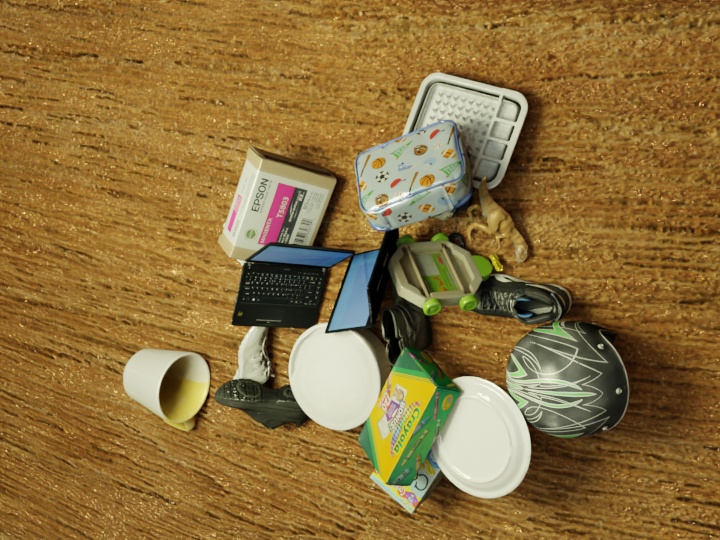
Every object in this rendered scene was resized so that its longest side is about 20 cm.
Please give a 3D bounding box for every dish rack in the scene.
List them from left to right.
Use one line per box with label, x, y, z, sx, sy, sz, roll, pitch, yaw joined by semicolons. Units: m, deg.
dish rack;0.177;-0.237;1.323;0.198;0.043;0.174;21;91;23

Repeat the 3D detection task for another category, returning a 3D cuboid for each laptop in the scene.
laptop;-0.126;0.033;1.428;0.103;0.175;0.202;41;120;55
laptop;0.000;0.000;1.352;0.102;0.201;0.179;12;60;11

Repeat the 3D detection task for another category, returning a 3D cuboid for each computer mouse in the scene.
computer mouse;0.165;-0.099;1.368;0.058;0.034;0.203;12;102;24

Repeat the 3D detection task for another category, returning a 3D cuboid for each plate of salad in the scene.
plate of salad;0.197;0.274;1.274;0.198;0.048;0.203;7;100;40

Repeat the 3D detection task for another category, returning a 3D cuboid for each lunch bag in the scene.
lunch bag;0.090;-0.160;1.267;0.198;0.076;0.162;-17;51;15

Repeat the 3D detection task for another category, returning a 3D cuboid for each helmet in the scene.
helmet;0.332;0.173;1.230;0.198;0.190;0.203;4;99;27

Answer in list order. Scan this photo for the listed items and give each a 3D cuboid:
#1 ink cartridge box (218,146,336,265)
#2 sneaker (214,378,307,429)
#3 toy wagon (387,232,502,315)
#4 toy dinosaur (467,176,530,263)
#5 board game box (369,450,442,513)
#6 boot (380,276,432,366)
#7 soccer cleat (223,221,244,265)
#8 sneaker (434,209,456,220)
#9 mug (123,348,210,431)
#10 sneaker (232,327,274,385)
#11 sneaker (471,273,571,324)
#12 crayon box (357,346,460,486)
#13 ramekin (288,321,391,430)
ink cartridge box;-0.157;-0.111;1.453;0.075;0.163;0.202;45;119;52
sneaker;-0.195;0.275;1.540;0.197;0.076;0.092;10;116;-7
toy wagon;0.149;0.004;1.316;0.040;0.197;0.156;109;149;-46
toy dinosaur;0.224;-0.097;1.304;0.105;0.061;0.200;-9;133;42
board game box;0.121;0.320;1.404;0.103;0.105;0.201;36;110;19
boot;0.076;0.063;1.379;0.067;0.130;0.203;-10;92;27
soccer cleat;-0.211;-0.019;1.539;0.068;0.085;0.202;-28;83;26
sneaker;0.078;-0.158;1.363;0.199;0.085;0.078;33;110;36
mug;-0.432;0.254;1.659;0.152;0.149;0.189;10;95;33
sneaker;-0.209;0.190;1.585;0.081;0.075;0.202;18;110;7
sneaker;0.248;0.048;1.301;0.198;0.112;0.074;2;96;26
crayon box;0.080;0.250;1.314;0.119;0.058;0.202;48;118;52
ramekin;-0.032;0.193;1.471;0.200;0.094;0.205;4;99;26
